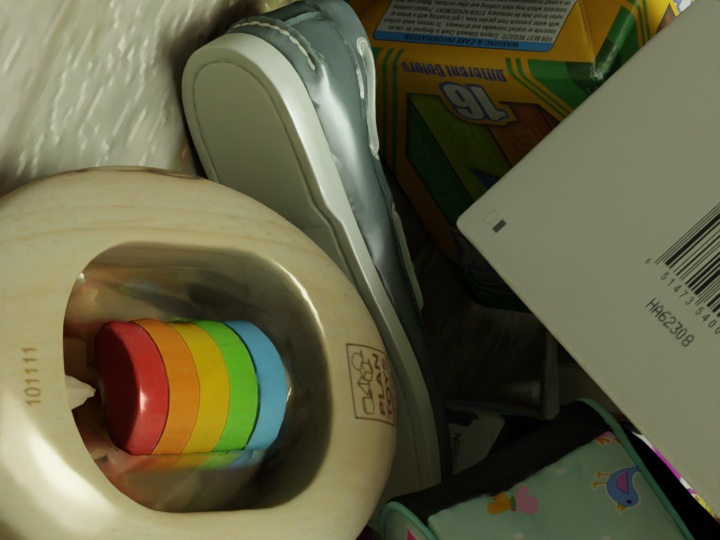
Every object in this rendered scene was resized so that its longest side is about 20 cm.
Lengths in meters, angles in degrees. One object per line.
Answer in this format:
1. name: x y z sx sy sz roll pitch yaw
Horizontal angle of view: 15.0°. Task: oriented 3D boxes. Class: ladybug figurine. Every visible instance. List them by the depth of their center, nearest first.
1. ladybug figurine: -0.067 0.039 0.835 0.200 0.072 0.136 8 70 -48

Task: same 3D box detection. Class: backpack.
1. backpack: 0.082 0.167 0.868 0.153 0.200 0.176 -31 142 -18

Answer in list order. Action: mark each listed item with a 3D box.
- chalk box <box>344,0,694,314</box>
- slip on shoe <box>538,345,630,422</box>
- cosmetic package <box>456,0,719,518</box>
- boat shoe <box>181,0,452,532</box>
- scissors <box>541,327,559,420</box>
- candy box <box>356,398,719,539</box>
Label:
1. chalk box: 0.095 -0.058 1.020 0.200 0.124 0.124 55 52 -42
2. slip on shoe: 0.122 0.027 1.089 0.200 0.076 0.061 -2 104 -69
3. cosmetic package: 0.166 0.047 0.887 0.123 0.199 0.200 -42 133 2
4. boat shoe: 0.000 0.000 0.942 0.062 0.073 0.201 -41 122 -39
5. scissors: 0.067 0.105 0.996 0.073 0.014 0.201 -36 126 -43
6. candy box: 0.074 0.122 1.075 0.200 0.061 0.137 8 90 -55
